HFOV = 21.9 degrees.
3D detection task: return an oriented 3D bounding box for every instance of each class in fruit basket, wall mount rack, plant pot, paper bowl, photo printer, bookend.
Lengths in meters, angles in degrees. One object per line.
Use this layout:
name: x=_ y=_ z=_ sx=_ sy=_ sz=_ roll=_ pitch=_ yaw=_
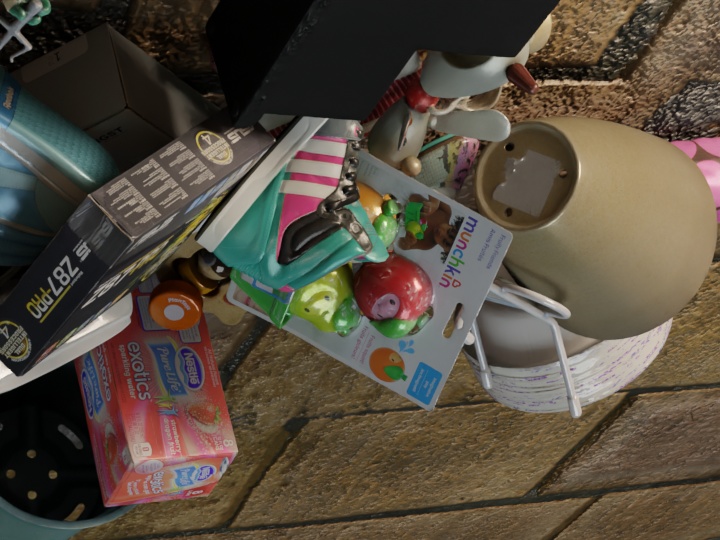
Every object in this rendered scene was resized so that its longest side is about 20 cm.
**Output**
fruit basket: x=0.000 y=0.000 z=1.488 sx=0.094 sy=0.200 sz=0.186 roll=-37 pitch=155 yaw=-55
wall mount rack: x=0.108 y=0.051 z=1.594 sx=0.174 sy=0.075 sz=0.200 roll=31 pitch=171 yaw=-38
plant pot: x=0.178 y=-0.052 z=1.548 sx=0.187 sy=0.188 sz=0.200 roll=-26 pitch=157 yaw=21
plant pot: x=-0.297 y=0.171 z=1.769 sx=0.199 sy=0.201 sz=0.196 roll=-4 pitch=160 yaw=-22
paper bowl: x=0.182 y=0.027 z=1.731 sx=0.200 sy=0.201 sz=0.105 roll=-22 pitch=125 yaw=13
photo printer: x=-0.308 y=0.056 z=1.547 sx=0.200 sy=0.070 sz=0.166 roll=-11 pitch=-166 yaw=46
bookend: x=0.028 y=-0.189 z=1.285 sx=0.199 sy=0.092 sz=0.199 roll=1 pitch=146 yaw=-30

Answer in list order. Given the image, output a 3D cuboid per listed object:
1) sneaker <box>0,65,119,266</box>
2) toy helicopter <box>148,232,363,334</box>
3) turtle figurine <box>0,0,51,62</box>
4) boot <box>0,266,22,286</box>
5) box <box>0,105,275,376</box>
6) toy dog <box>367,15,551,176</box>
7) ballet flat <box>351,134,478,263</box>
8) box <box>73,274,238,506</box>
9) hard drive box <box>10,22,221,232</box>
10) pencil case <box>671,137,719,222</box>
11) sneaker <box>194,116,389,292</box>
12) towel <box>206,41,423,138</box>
sneaker: x=-0.280 y=-0.077 z=1.284 sx=0.200 sy=0.080 sz=0.131 roll=39 pitch=114 yaw=-14
toy helicopter: x=-0.080 y=0.002 z=1.608 sx=0.199 sy=0.079 sz=0.132 roll=19 pitch=128 yaw=-13
turtle figurine: x=-0.259 y=-0.202 z=1.122 sx=0.149 sy=0.101 sz=0.200 roll=-12 pitch=143 yaw=-43
boot: x=-0.370 y=-0.025 z=1.452 sx=0.203 sy=0.074 sz=0.154 roll=-16 pitch=152 yaw=-2
box: x=-0.161 y=-0.026 z=1.297 sx=0.161 sy=0.049 sz=0.200 roll=-47 pitch=177 yaw=34
toy dog: x=0.082 y=-0.133 z=1.427 sx=0.131 sy=0.097 sz=0.200 roll=-18 pitch=154 yaw=-19
ballet flat: x=0.024 y=-0.050 z=1.620 sx=0.200 sy=0.071 sz=0.069 roll=-25 pitch=159 yaw=20
box: x=-0.188 y=0.097 z=1.648 sx=0.102 sy=0.201 sz=0.095 roll=-3 pitch=150 yaw=-26
hard drive box: x=-0.195 y=-0.086 z=1.418 sx=0.155 sy=0.077 sz=0.200 roll=-24 pitch=154 yaw=17
pencil case: x=0.331 y=-0.077 z=1.723 sx=0.199 sy=0.091 sz=0.094 roll=-2 pitch=159 yaw=-20
sneaker: x=-0.016 y=-0.061 z=1.392 sx=0.200 sy=0.121 sz=0.084 roll=-49 pitch=-173 yaw=-2
towel: x=-0.025 y=-0.152 z=1.446 sx=0.144 sy=0.023 sz=0.200 roll=-20 pitch=156 yaw=6
